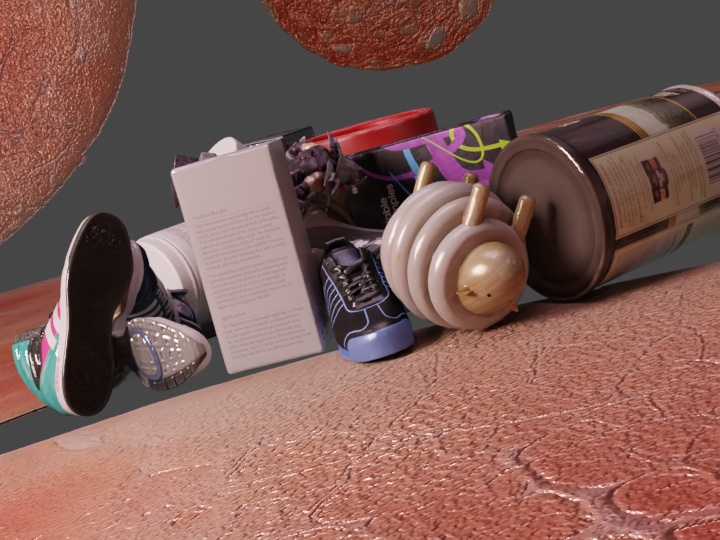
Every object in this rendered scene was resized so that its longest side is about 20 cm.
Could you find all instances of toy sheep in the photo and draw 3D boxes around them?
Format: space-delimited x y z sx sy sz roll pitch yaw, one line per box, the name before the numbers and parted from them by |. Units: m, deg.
toy sheep | 0.080 -0.018 1.017 0.136 0.140 0.200 -18 22 -18

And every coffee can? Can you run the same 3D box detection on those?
coffee can | 0.236 -0.073 1.048 0.198 0.149 0.146 -20 9 -31

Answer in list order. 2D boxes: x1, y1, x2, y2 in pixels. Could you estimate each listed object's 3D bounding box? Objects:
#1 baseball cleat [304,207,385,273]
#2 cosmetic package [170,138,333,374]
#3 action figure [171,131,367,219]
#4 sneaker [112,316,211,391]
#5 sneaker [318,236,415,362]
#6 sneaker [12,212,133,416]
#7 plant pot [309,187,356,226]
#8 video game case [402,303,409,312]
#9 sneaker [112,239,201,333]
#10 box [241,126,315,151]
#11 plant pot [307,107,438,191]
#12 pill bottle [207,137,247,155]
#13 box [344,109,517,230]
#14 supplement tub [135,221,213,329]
baseball cleat | 0.000 0.000 1.202 0.197 0.108 0.070 13 -16 15
cosmetic package | -0.101 -0.014 1.114 0.100 0.203 0.071 -13 8 10
action figure | -0.091 -0.096 1.192 0.197 0.070 0.130 -1 23 1
sneaker | -0.202 0.076 1.179 0.086 0.076 0.199 -16 7 -36
sneaker | -0.003 0.023 1.067 0.069 0.079 0.200 -20 15 -8
sneaker | -0.290 0.048 1.164 0.083 0.203 0.120 19 -20 -39
plant pot | -0.091 -0.011 1.308 0.198 0.202 0.094 -13 47 17
video game case | 0.079 0.011 1.246 0.141 0.018 0.200 -14 9 11
sneaker | -0.224 0.030 1.265 0.107 0.071 0.201 -8 -33 -24
box | -0.118 -0.088 1.648 0.122 0.203 0.197 -13 9 10
plant pot | 0.024 -0.106 1.549 0.197 0.185 0.200 -16 7 2
pill bottle | -0.103 -0.071 1.397 0.112 0.199 0.113 -34 37 30
box | 0.084 -0.076 1.247 0.197 0.145 0.036 -13 9 25
supplement tub | -0.194 0.000 1.452 0.131 0.134 0.199 -9 10 40
